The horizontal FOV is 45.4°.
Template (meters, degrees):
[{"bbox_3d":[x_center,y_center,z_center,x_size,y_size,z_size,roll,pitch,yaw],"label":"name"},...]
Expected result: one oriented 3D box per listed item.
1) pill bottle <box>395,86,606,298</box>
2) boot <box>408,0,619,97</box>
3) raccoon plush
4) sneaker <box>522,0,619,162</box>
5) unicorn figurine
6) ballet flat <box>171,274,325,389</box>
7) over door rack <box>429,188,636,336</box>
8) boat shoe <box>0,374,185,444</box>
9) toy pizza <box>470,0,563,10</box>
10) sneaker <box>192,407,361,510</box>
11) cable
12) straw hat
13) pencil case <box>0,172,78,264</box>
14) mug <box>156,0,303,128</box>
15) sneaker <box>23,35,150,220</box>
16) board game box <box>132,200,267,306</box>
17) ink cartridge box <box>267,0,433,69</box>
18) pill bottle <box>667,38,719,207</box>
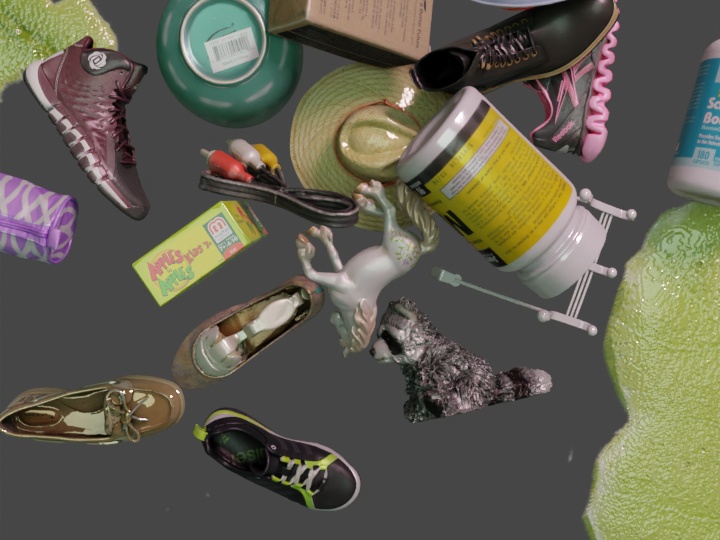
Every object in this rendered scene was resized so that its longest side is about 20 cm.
[{"bbox_3d":[0.140,-0.073,0.850,0.200,0.114,0.115,41,93,-10],"label":"pill bottle"},{"bbox_3d":[0.153,-0.222,0.856,0.198,0.138,0.078,-26,90,26],"label":"boot"},{"bbox_3d":[0.106,0.089,0.961,0.197,0.096,0.136,-7,81,-30],"label":"raccoon plush"},{"bbox_3d":[0.225,-0.222,0.932,0.094,0.079,0.204,6,93,10],"label":"sneaker"},{"bbox_3d":[0.000,0.000,0.901,0.199,0.074,0.138,-38,91,27],"label":"unicorn figurine"},{"bbox_3d":[-0.128,0.067,0.942,0.199,0.067,0.069,-36,95,2],"label":"ballet flat"},{"bbox_3d":[0.191,-0.027,0.944,0.197,0.067,0.150,19,93,-3],"label":"over door rack"},{"bbox_3d":[-0.294,0.161,0.948,0.196,0.063,0.075,-7,95,-1],"label":"boat shoe"},{"bbox_3d":[0.178,-0.322,0.883,0.197,0.202,0.032,-18,137,0],"label":"toy pizza"},{"bbox_3d":[-0.094,0.219,0.948,0.197,0.083,0.073,23,94,-3],"label":"sneaker"},{"bbox_3d":[-0.090,-0.091,0.870,0.096,0.199,0.051,-17,120,-41],"label":"cable"},{"bbox_3d":[0.020,-0.135,0.921,0.197,0.085,0.205,0,94,-1],"label":"straw hat"},{"bbox_3d":[-0.404,-0.066,0.916,0.197,0.086,0.085,13,93,-3],"label":"pencil case"},{"bbox_3d":[-0.128,-0.244,0.893,0.150,0.114,0.187,25,94,-3],"label":"mug"},{"bbox_3d":[-0.259,-0.162,0.919,0.115,0.076,0.201,-35,94,-2],"label":"sneaker"},{"bbox_3d":[-0.154,-0.023,0.868,0.101,0.200,0.048,-34,95,1],"label":"board game box"},{"bbox_3d":[-0.002,-0.321,0.863,0.163,0.074,0.204,7,87,-41],"label":"ink cartridge box"},{"bbox_3d":[0.406,-0.171,0.916,0.109,0.111,0.203,14,94,-3],"label":"pill bottle"}]
